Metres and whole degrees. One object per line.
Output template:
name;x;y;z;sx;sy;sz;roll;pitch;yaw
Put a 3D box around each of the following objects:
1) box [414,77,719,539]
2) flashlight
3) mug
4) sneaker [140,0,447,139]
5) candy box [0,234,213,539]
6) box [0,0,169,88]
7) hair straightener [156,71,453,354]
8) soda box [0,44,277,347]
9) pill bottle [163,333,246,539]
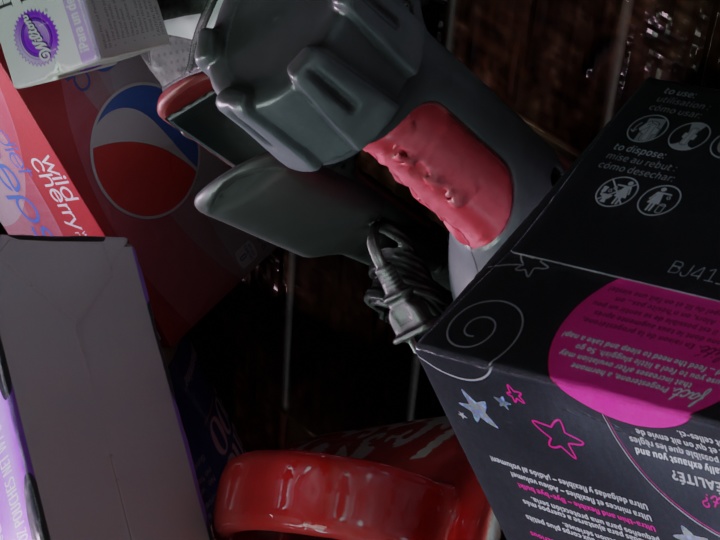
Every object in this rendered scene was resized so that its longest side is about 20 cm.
box;0.142;0.039;0.773;0.200;0.132;0.115;14;141;41
flashlight;0.023;-0.026;0.821;0.200;0.068;0.068;35;-153;-51
mug;0.029;0.094;0.975;0.178;0.133;0.200;49;154;-19
sneaker;-0.029;-0.103;0.872;0.091;0.066;0.200;50;151;-12
candy box;-0.139;0.108;0.981;0.200;0.071;0.168;-40;59;43
box;-0.113;-0.159;0.859;0.039;0.041;0.200;-15;95;34
hair straightener;0.000;0.000;0.896;0.200;0.041;0.077;42;-157;-61
soda box;-0.113;-0.070;1.004;0.063;0.070;0.200;0;127;49
pill bottle;-0.096;0.100;1.143;0.111;0.111;0.200;10;134;44
